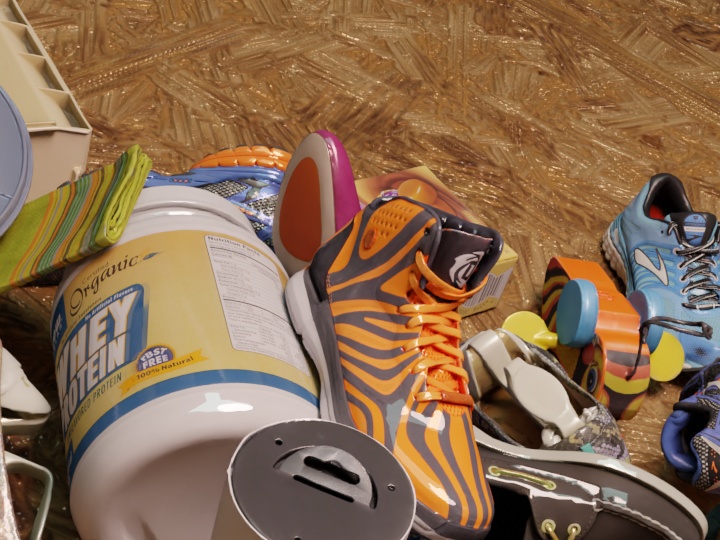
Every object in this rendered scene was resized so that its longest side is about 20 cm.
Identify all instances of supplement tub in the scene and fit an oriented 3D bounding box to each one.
[{"bbox_3d":[-0.098,0.060,0.748,0.144,0.145,0.200,2,39,-20],"label":"supplement tub"}]

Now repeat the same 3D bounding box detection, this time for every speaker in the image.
[{"bbox_3d":[-0.037,0.161,0.596,0.081,0.200,0.081,11,37,-8],"label":"speaker"}]

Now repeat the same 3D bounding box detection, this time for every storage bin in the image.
[{"bbox_3d":[-0.315,-0.113,0.924,0.198,0.094,0.200,-8,43,-31],"label":"storage bin"}]

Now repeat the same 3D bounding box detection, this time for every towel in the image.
[{"bbox_3d":[-0.215,-0.011,0.786,0.200,0.018,0.086,-21,31,23],"label":"towel"}]

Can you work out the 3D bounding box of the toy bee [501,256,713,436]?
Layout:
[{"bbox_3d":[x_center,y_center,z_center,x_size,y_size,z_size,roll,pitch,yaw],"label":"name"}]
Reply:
[{"bbox_3d":[0.159,0.060,0.910,0.131,0.109,0.200,13,11,7],"label":"toy bee"}]

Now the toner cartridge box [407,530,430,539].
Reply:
[{"bbox_3d":[0.016,0.156,0.757,0.095,0.043,0.200,2,39,-20],"label":"toner cartridge box"}]

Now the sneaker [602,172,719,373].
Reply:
[{"bbox_3d":[0.241,-0.001,1.012,0.078,0.090,0.200,4,40,-17],"label":"sneaker"}]

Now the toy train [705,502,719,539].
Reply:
[{"bbox_3d":[0.182,0.183,0.767,0.200,0.085,0.116,2,29,-20],"label":"toy train"}]

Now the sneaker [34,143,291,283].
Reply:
[{"bbox_3d":[-0.129,-0.023,0.862,0.200,0.075,0.079,-14,59,8],"label":"sneaker"}]

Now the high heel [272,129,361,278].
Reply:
[{"bbox_3d":[0.000,0.000,0.827,0.096,0.200,0.067,-18,37,-32],"label":"high heel"}]

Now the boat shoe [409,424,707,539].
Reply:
[{"bbox_3d":[0.089,0.133,0.728,0.201,0.072,0.061,16,39,6],"label":"boat shoe"}]

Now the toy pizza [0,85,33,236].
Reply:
[{"bbox_3d":[-0.296,-0.070,0.784,0.200,0.032,0.200,13,50,-15],"label":"toy pizza"}]

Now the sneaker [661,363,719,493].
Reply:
[{"bbox_3d":[0.225,0.097,0.833,0.078,0.076,0.200,-6,0,2],"label":"sneaker"}]

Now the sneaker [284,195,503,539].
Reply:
[{"bbox_3d":[0.032,0.035,0.675,0.077,0.112,0.200,17,33,-44],"label":"sneaker"}]

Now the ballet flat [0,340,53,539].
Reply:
[{"bbox_3d":[-0.201,0.097,0.713,0.067,0.068,0.200,5,57,-25],"label":"ballet flat"}]

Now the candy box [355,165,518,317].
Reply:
[{"bbox_3d":[0.000,-0.006,0.949,0.200,0.057,0.117,-16,49,-35],"label":"candy box"}]

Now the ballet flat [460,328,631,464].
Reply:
[{"bbox_3d":[0.099,0.073,0.828,0.072,0.072,0.200,-1,22,-24],"label":"ballet flat"}]
